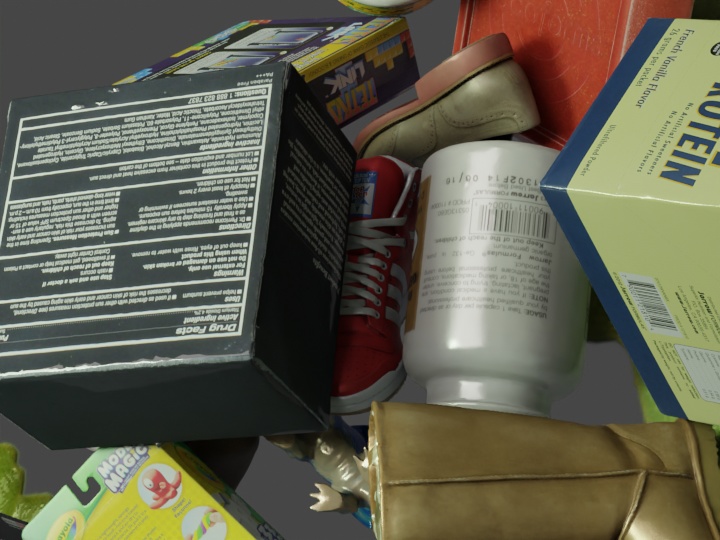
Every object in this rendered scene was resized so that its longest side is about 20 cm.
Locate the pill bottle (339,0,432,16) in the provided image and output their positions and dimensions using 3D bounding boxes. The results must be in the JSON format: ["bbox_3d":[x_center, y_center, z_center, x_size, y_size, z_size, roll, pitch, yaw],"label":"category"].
[{"bbox_3d":[0.017,-0.234,1.412,0.113,0.113,0.200,-53,3,4],"label":"pill bottle"}]

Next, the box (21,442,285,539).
[{"bbox_3d":[-0.110,0.198,1.309,0.117,0.200,0.048,-46,3,10],"label":"box"}]

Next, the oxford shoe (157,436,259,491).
[{"bbox_3d":[-0.112,0.168,1.376,0.200,0.073,0.085,-57,45,39],"label":"oxford shoe"}]

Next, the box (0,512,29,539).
[{"bbox_3d":[-0.256,0.214,1.398,0.046,0.200,0.159,-56,45,5],"label":"box"}]

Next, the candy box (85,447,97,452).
[{"bbox_3d":[-0.145,0.042,1.488,0.168,0.072,0.200,14,77,43],"label":"candy box"}]

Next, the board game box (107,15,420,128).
[{"bbox_3d":[-0.082,-0.124,1.454,0.165,0.057,0.200,6,27,41],"label":"board game box"}]

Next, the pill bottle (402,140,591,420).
[{"bbox_3d":[0.085,0.030,1.271,0.114,0.114,0.201,-5,71,38],"label":"pill bottle"}]

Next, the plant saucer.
[{"bbox_3d":[0.128,-0.164,1.323,0.200,0.037,0.201,35,125,44],"label":"plant saucer"}]

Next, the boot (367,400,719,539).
[{"bbox_3d":[0.107,0.153,1.149,0.199,0.066,0.175,2,47,-8],"label":"boot"}]

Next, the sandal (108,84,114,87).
[{"bbox_3d":[-0.198,-0.072,1.597,0.087,0.079,0.200,22,77,55],"label":"sandal"}]

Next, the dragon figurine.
[{"bbox_3d":[-0.002,0.129,1.332,0.059,0.099,0.200,-47,66,8],"label":"dragon figurine"}]

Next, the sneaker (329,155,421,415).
[{"bbox_3d":[0.000,0.000,1.307,0.071,0.113,0.200,1,31,10],"label":"sneaker"}]

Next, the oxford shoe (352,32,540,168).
[{"bbox_3d":[0.053,-0.085,1.367,0.075,0.070,0.200,59,152,5],"label":"oxford shoe"}]

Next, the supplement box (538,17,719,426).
[{"bbox_3d":[0.240,-0.016,1.092,0.199,0.200,0.134,9,54,41],"label":"supplement box"}]

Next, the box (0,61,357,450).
[{"bbox_3d":[-0.121,-0.004,1.256,0.199,0.123,0.199,-5,61,22],"label":"box"}]
